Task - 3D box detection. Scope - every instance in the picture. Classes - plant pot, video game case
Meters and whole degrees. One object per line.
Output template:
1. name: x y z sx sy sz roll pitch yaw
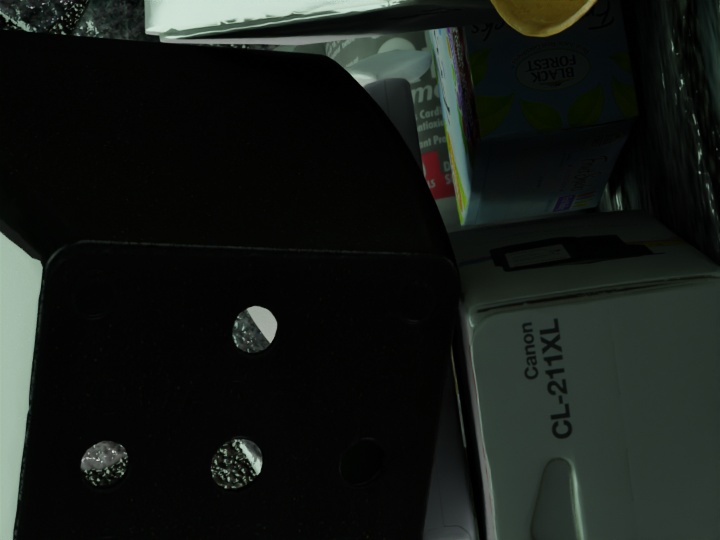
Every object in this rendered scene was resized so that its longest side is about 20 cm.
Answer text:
1. plant pot: -0.073 0.035 0.788 0.177 0.200 0.200 -148 64 -62
2. video game case: 0.027 0.060 0.903 0.182 0.022 0.200 79 -177 -54

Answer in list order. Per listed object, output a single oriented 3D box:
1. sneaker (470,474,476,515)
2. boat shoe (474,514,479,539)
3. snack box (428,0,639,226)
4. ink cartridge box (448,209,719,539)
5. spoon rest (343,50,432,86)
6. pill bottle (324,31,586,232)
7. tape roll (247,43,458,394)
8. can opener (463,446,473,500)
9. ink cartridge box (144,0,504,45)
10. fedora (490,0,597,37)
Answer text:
1. sneaker: 0.087 0.104 1.028 0.085 0.078 0.200 -98 -1 -59
2. boat shoe: 0.008 0.148 0.983 0.062 0.075 0.200 41 -149 -15
3. snack box: 0.058 -0.132 0.960 0.169 0.068 0.200 89 173 -81
4. ink cartridge box: 0.079 0.064 0.807 0.200 0.083 0.146 -98 1 -83
5. spoon rest: 0.000 0.000 1.046 0.099 0.061 0.200 -25 -58 -47
6. pill bottle: 0.040 -0.098 1.143 0.111 0.110 0.200 83 179 -73
7. tape roll: 0.017 -0.032 1.209 0.037 0.203 0.203 -18 77 50
8. can opener: 0.055 0.119 1.177 0.067 0.053 0.200 61 -173 16
9. ink cartridge box: -0.005 -0.184 0.851 0.084 0.146 0.200 -1 -90 -45
10. fedora: 0.025 -0.165 0.675 0.201 0.082 0.201 177 90 -71
